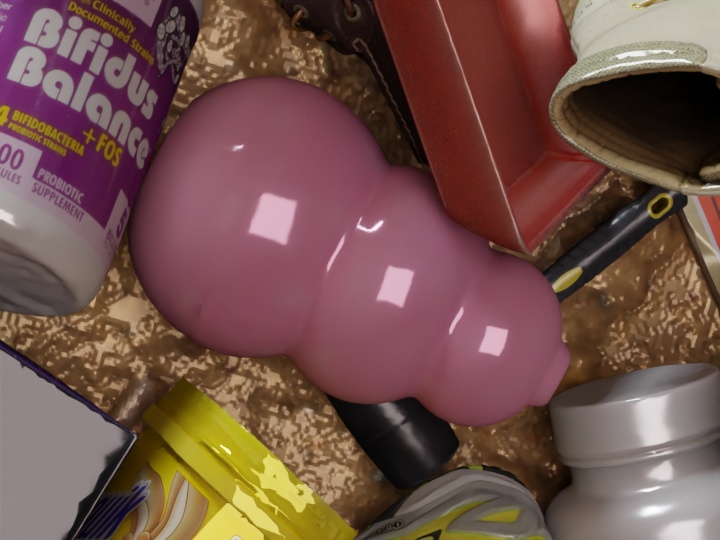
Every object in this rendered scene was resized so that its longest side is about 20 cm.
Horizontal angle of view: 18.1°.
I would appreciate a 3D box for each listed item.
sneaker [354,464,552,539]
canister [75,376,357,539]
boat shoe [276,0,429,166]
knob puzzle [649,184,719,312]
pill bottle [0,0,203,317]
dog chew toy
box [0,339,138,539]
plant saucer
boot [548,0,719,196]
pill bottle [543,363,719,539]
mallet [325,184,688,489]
[{"bbox_3d":[-0.001,0.164,1.021,0.199,0.076,0.076,-35,121,1],"label":"sneaker"},{"bbox_3d":[-0.107,0.153,0.972,0.087,0.148,0.200,44,84,-14],"label":"canister"},{"bbox_3d":[-0.005,-0.136,1.036,0.072,0.072,0.201,-17,107,17],"label":"boat shoe"},{"bbox_3d":[0.231,-0.083,1.109,0.218,0.030,0.221,-1,92,-14],"label":"knob puzzle"},{"bbox_3d":[-0.131,-0.091,0.959,0.112,0.112,0.201,24,69,-14],"label":"pill bottle"},{"bbox_3d":[0.000,0.000,0.990,0.199,0.125,0.125,28,85,2],"label":"dog chew toy"},{"bbox_3d":[-0.203,0.040,0.945,0.199,0.141,0.079,35,81,-13],"label":"box"},{"bbox_3d":[0.047,-0.116,0.996,0.036,0.200,0.201,-17,98,20],"label":"plant saucer"},{"bbox_3d":[0.187,-0.082,1.005,0.199,0.155,0.073,7,113,8],"label":"boot"},{"bbox_3d":[0.146,0.150,1.055,0.112,0.112,0.201,-14,95,-13],"label":"pill bottle"},{"bbox_3d":[0.080,0.029,1.068,0.199,0.041,0.066,-31,100,-11],"label":"mallet"}]
